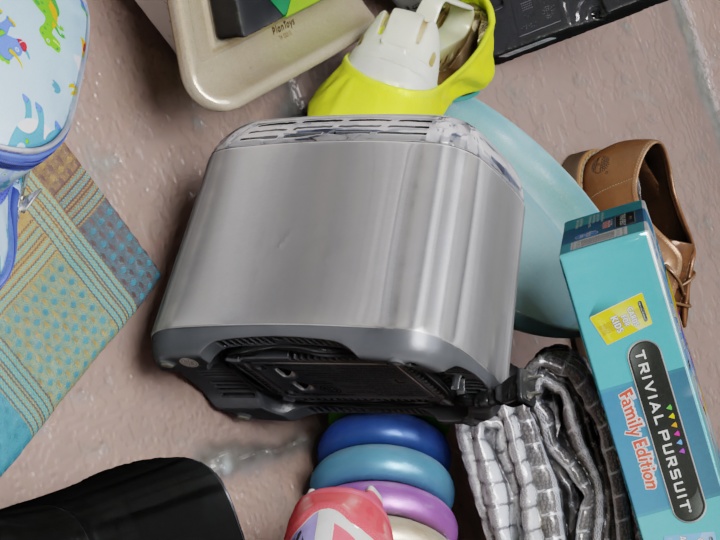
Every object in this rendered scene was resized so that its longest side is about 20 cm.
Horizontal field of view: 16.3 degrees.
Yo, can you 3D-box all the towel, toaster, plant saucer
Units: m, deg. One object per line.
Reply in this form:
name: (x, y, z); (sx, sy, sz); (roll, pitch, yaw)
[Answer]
towel: (0.112, 0.140, 1.322); (0.166, 0.085, 0.200); (-14, 88, -85)
toaster: (0.000, 0.000, 1.220); (0.114, 0.200, 0.129); (38, 56, -54)
plant saucer: (0.064, -0.033, 1.383); (0.200, 0.027, 0.200); (30, 30, -19)
towel: (-0.182, 0.007, 1.155); (0.147, 0.022, 0.200); (56, 42, -18)

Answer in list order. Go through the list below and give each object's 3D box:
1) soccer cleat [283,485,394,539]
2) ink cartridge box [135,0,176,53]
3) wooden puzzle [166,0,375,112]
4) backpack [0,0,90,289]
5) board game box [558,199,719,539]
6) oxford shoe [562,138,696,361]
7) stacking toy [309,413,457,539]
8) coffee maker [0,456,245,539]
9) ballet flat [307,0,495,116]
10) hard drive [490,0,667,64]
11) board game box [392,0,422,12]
soccer cleat: (0.001, 0.196, 1.221); (0.077, 0.067, 0.200); (-71, 153, -56)
ink cartridge box: (-0.094, -0.220, 1.274); (0.200, 0.050, 0.161); (55, 40, -48)
wooden puzzle: (-0.051, -0.197, 1.267); (0.185, 0.037, 0.200); (-36, 116, -57)
backpack: (-0.210, -0.065, 1.016); (0.183, 0.147, 0.200); (31, 42, -30)
board game box: (0.151, 0.072, 1.264); (0.151, 0.047, 0.200); (-52, 125, -80)
oxford shoe: (0.171, 0.016, 1.505); (0.071, 0.071, 0.201); (3, 74, -48)
stacking toy: (0.013, 0.074, 1.314); (0.085, 0.085, 0.200); (33, 47, -37)
coffee maker: (-0.139, 0.136, 1.048); (0.200, 0.134, 0.193); (-12, 107, -59)
ballet flat: (0.026, -0.112, 1.346); (0.200, 0.067, 0.067); (-38, 147, -62)
hard drive: (0.101, -0.234, 1.467); (0.038, 0.140, 0.201); (-7, 81, -49)
board game box: (0.009, -0.250, 1.405); (0.126, 0.035, 0.201); (21, 56, -81)
